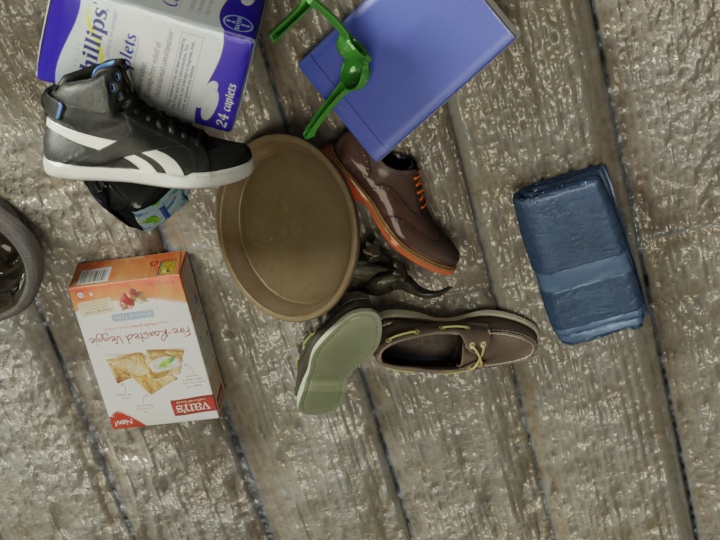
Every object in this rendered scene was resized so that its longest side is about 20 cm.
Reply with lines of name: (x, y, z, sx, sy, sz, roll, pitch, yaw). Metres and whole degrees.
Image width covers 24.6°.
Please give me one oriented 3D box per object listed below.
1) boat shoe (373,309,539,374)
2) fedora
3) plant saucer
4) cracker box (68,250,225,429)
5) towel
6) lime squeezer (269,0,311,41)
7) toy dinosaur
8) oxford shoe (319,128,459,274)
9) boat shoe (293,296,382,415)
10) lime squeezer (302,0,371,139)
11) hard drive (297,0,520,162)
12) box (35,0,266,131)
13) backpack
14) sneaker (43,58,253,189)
boat shoe: (0.108, 0.086, 1.864, 0.197, 0.060, 0.073, 4, 123, -9)
fedora: (-0.440, -0.034, 1.822, 0.199, 0.091, 0.177, 29, 121, -21)
plant saucer: (-0.074, -0.046, 1.767, 0.198, 0.029, 0.203, 9, 105, 37)
cracker box: (-0.243, 0.083, 1.899, 0.132, 0.058, 0.202, -7, 121, 9)
towel: (0.241, -0.015, 1.810, 0.110, 0.049, 0.202, -14, 120, 12)
lime squeezer: (-0.007, -0.296, 1.633, 0.198, 0.071, 0.038, -28, 105, 11)
toy dinosaur: (0.000, 0.000, 1.825, 0.197, 0.102, 0.078, -4, 81, -7)
oxford shoe: (0.047, -0.075, 1.775, 0.072, 0.071, 0.200, -40, 111, 19)
boat shoe: (-0.031, 0.085, 1.852, 0.071, 0.061, 0.202, 5, 142, -20)
lime squeezer: (-0.024, -0.212, 1.653, 0.070, 0.038, 0.201, -5, 145, -6)
hard drive: (0.047, -0.224, 1.683, 0.200, 0.025, 0.132, -40, 89, 25)
box: (-0.197, -0.247, 1.618, 0.197, 0.185, 0.106, 15, 123, -6)
backpack: (-0.231, -0.117, 1.696, 0.163, 0.153, 0.200, 47, 161, 13)
sneaker: (-0.197, -0.140, 1.535, 0.197, 0.073, 0.113, 1, 112, -5)
